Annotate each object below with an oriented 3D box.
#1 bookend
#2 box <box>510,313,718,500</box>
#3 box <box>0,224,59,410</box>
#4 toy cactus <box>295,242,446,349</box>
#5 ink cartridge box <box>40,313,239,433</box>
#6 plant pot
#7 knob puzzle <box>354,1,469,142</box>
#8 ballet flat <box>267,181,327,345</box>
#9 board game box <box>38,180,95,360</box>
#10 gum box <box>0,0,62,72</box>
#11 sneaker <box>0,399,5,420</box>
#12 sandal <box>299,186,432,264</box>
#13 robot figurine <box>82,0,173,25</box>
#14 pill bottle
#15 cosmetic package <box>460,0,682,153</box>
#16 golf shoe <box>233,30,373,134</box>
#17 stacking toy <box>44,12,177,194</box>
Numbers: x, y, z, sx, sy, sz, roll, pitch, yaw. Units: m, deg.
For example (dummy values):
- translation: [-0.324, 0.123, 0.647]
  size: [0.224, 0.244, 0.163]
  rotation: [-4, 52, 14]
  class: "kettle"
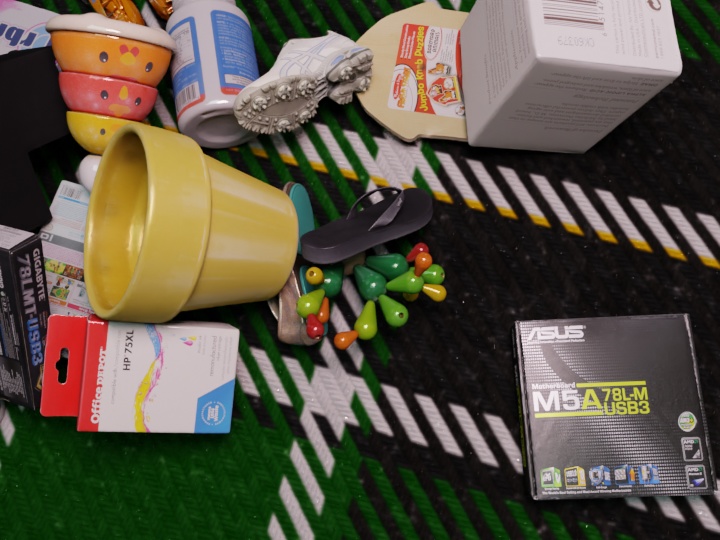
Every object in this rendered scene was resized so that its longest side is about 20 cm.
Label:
- translation: [-0.419, -0.138, 0.819]
  size: [0.091, 0.201, 0.200]
  rotation: [4, 31, 28]
  class: "bookend"
- translation: [0.275, 0.150, 0.776]
  size: [0.197, 0.048, 0.196]
  rotation: [-2, 76, 3]
  class: "box"
- translation: [-0.433, 0.037, 0.765]
  size: [0.196, 0.050, 0.202]
  rotation: [14, 119, 16]
  class: "box"
- translation: [0.000, 0.000, 0.805]
  size: [0.198, 0.103, 0.165]
  rotation: [-22, 50, -22]
  class: "toy cactus"
- translation: [-0.239, 0.112, 0.759]
  size: [0.197, 0.067, 0.118]
  rotation: [5, 90, -20]
  class: "ink cartridge box"
- translation: [-0.178, -0.039, 0.760]
  size: [0.187, 0.200, 0.203]
  rotation: [9, 69, -37]
  class: "plant pot"
- translation: [0.075, -0.257, 0.913]
  size: [0.216, 0.030, 0.223]
  rotation: [-1, 75, 3]
  class: "knob puzzle"
- translation: [-0.089, -0.007, 0.839]
  size: [0.067, 0.068, 0.203]
  rotation: [-16, 70, 25]
  class: "ballet flat"
- translation: [-0.324, 0.009, 0.848]
  size: [0.146, 0.064, 0.202]
  rotation: [16, 74, 9]
  class: "board game box"
- translation: [-0.405, -0.274, 0.931]
  size: [0.198, 0.066, 0.115]
  rotation: [19, 75, 9]
  class: "gum box"
- translation: [-0.528, 0.162, 0.812]
  size: [0.197, 0.079, 0.079]
  rotation: [-9, 75, 3]
  class: "sneaker"
- translation: [0.016, -0.062, 0.800]
  size: [0.076, 0.043, 0.199]
  rotation: [17, 33, 38]
  class: "sandal"
- translation: [-0.327, -0.411, 0.969]
  size: [0.144, 0.058, 0.201]
  rotation: [-33, 75, -7]
  class: "robot figurine"
- translation: [-0.188, -0.270, 0.892]
  size: [0.111, 0.112, 0.203]
  rotation: [-11, 74, 1]
  class: "pill bottle"
- translation: [0.224, -0.252, 0.796]
  size: [0.163, 0.200, 0.167]
  rotation: [2, 75, -12]
  class: "cosmetic package"
- translation: [-0.081, -0.235, 0.855]
  size: [0.199, 0.079, 0.097]
  rotation: [-29, 62, -29]
  class: "golf shoe"
- translation: [-0.295, -0.187, 0.822]
  size: [0.144, 0.146, 0.203]
  rotation: [7, 99, 6]
  class: "stacking toy"
